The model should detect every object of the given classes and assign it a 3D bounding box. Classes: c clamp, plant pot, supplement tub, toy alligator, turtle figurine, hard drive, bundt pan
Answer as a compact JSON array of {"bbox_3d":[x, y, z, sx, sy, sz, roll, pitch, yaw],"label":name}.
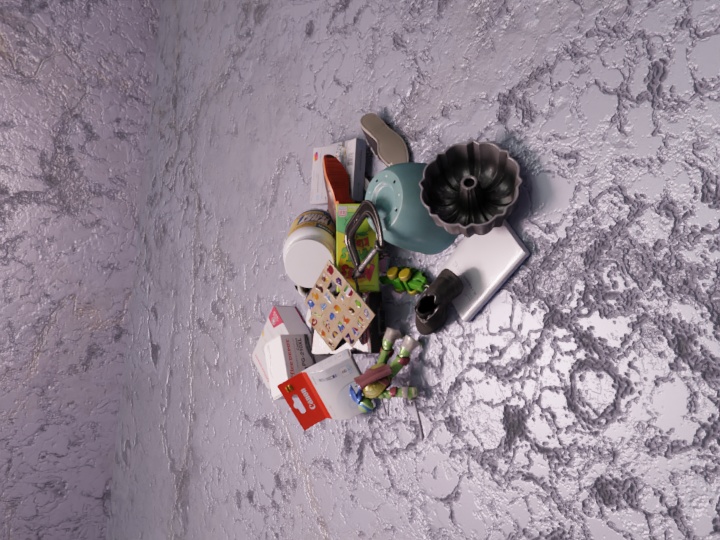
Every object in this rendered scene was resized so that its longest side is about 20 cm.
[{"bbox_3d":[0.012,-0.047,1.246,0.174,0.026,0.201,70,152,24],"label":"c clamp"},{"bbox_3d":[0.104,-0.142,1.253,0.198,0.158,0.207,-6,82,51],"label":"plant pot"},{"bbox_3d":[-0.119,-0.057,1.442,0.201,0.141,0.147,-88,20,-65],"label":"supplement tub"},{"bbox_3d":[0.123,0.019,1.305,0.197,0.060,0.055,8,50,47],"label":"toy alligator"},{"bbox_3d":[0.078,0.249,1.321,0.198,0.197,0.144,-64,10,-8],"label":"turtle figurine"},{"bbox_3d":[0.245,-0.012,1.172,0.201,0.025,0.134,-55,48,33],"label":"hard drive"},{"bbox_3d":[0.217,-0.150,1.122,0.196,0.076,0.207,-8,59,13],"label":"bundt pan"}]

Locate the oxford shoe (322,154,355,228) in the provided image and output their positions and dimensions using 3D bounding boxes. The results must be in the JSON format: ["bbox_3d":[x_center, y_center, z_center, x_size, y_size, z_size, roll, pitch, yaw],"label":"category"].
[{"bbox_3d":[-0.067,-0.196,1.445,0.072,0.070,0.205,-37,62,49],"label":"oxford shoe"}]

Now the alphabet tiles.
[{"bbox_3d":[-0.058,0.099,1.342,0.168,0.007,0.201,48,135,15],"label":"alphabet tiles"}]

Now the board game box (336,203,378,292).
[{"bbox_3d":[-0.007,-0.052,1.351,0.048,0.098,0.206,102,168,-84],"label":"board game box"}]

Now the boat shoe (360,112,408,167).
[{"bbox_3d":[0.063,-0.306,1.416,0.202,0.071,0.063,58,172,30],"label":"boat shoe"}]

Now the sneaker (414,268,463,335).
[{"bbox_3d":[0.144,0.079,1.203,0.076,0.090,0.202,41,146,20],"label":"sneaker"}]

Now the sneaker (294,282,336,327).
[{"bbox_3d":[-0.138,0.070,1.562,0.080,0.127,0.202,56,128,38],"label":"sneaker"}]

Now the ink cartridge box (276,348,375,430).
[{"bbox_3d":[-0.081,0.301,1.383,0.163,0.196,0.047,64,179,-27],"label":"ink cartridge box"}]

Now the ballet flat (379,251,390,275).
[{"bbox_3d":[0.000,0.000,1.445,0.197,0.068,0.073,-14,70,46],"label":"ballet flat"}]

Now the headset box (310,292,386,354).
[{"bbox_3d":[-0.026,0.132,1.424,0.195,0.074,0.153,-7,81,30],"label":"headset box"}]

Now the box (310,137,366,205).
[{"bbox_3d":[-0.063,-0.259,1.530,0.197,0.040,0.161,3,89,51],"label":"box"}]

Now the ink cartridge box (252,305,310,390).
[{"bbox_3d":[-0.235,0.229,1.706,0.148,0.084,0.203,52,127,39],"label":"ink cartridge box"}]

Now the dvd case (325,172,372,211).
[{"bbox_3d":[-0.030,-0.172,1.531,0.151,0.024,0.203,53,126,40],"label":"dvd case"}]

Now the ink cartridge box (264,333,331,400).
[{"bbox_3d":[-0.139,0.247,1.493,0.084,0.196,0.148,-33,62,44],"label":"ink cartridge box"}]
